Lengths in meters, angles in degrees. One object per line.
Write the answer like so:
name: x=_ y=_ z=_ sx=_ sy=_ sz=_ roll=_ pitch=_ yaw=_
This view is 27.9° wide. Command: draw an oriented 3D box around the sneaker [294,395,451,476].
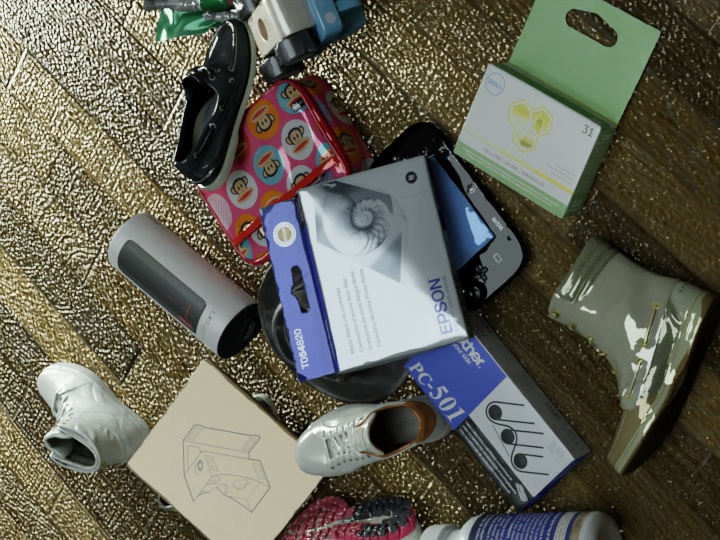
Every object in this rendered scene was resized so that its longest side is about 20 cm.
sneaker: x=-0.001 y=0.179 z=1.596 sx=0.199 sy=0.084 sz=0.074 roll=-22 pitch=80 yaw=27

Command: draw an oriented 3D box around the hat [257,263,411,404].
hat: x=-0.038 y=0.071 z=1.596 sx=0.198 sy=0.081 sz=0.203 roll=8 pitch=114 yaw=19

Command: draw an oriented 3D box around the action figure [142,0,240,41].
action figure: x=-0.160 y=-0.320 z=1.668 sx=0.198 sy=0.055 sz=0.120 roll=7 pitch=99 yaw=30

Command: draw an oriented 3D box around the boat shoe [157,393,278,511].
boat shoe: x=-0.173 y=0.225 z=1.751 sx=0.202 sy=0.060 sz=0.072 roll=-47 pitch=69 yaw=29

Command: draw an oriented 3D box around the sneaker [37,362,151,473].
sneaker: x=-0.370 y=0.186 z=1.851 sx=0.199 sy=0.115 sz=0.074 roll=30 pitch=115 yaw=29

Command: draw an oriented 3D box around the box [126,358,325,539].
box: x=-0.155 y=0.229 z=1.698 sx=0.200 sy=0.021 sz=0.164 roll=39 pitch=97 yaw=13

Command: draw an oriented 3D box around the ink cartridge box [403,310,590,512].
ink cartridge box: x=0.142 y=0.145 z=1.531 sx=0.094 sy=0.044 sz=0.201 roll=-48 pitch=70 yaw=28

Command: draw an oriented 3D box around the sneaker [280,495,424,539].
sneaker: x=-0.011 y=0.309 z=1.646 sx=0.199 sy=0.081 sz=0.075 roll=-6 pitch=124 yaw=43

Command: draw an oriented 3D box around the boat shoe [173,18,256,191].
boat shoe: x=-0.168 y=-0.192 z=1.603 sx=0.074 sy=0.066 sz=0.202 roll=1 pitch=75 yaw=49

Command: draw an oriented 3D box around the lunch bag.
lunch bag: x=-0.080 y=-0.101 z=1.631 sx=0.200 sy=0.082 sz=0.177 roll=-38 pitch=80 yaw=34

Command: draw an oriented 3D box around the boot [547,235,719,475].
boot: x=0.250 y=0.084 z=1.430 sx=0.154 sy=0.072 sz=0.202 roll=29 pitch=108 yaw=27

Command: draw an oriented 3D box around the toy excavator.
toy excavator: x=-0.016 y=-0.295 z=1.543 sx=0.101 sy=0.198 sz=0.194 roll=66 pitch=161 yaw=0

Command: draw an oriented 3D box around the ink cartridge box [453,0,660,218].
ink cartridge box: x=0.193 y=-0.175 z=1.446 sx=0.145 sy=0.048 sz=0.202 roll=34 pitch=117 yaw=27

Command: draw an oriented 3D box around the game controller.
game controller: x=0.091 y=-0.059 z=1.537 sx=0.104 sy=0.042 sz=0.201 roll=-46 pitch=72 yaw=31

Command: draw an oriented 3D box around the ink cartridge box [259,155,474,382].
ink cartridge box: x=0.000 y=0.000 z=1.520 sx=0.198 sy=0.041 sz=0.202 roll=-16 pitch=83 yaw=13

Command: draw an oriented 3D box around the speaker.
speaker: x=-0.208 y=0.018 z=1.734 sx=0.199 sy=0.081 sz=0.082 roll=38 pitch=117 yaw=24

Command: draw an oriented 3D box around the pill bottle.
pill bottle: x=0.163 y=0.307 z=1.487 sx=0.198 sy=0.115 sz=0.117 roll=-6 pitch=94 yaw=29
